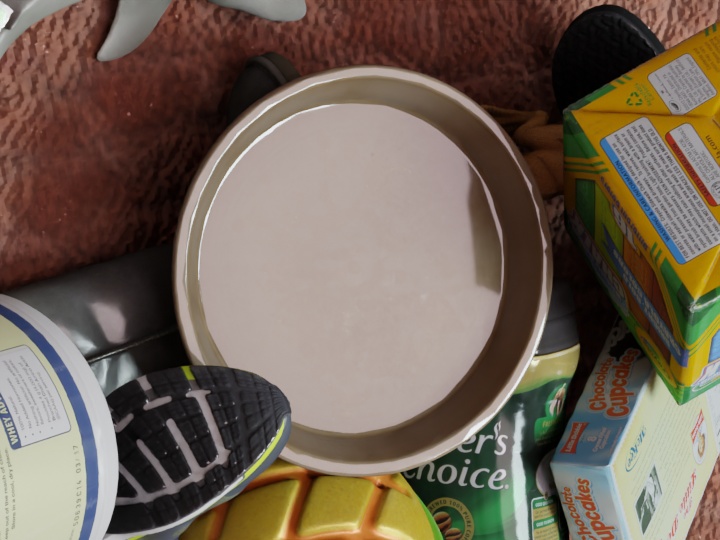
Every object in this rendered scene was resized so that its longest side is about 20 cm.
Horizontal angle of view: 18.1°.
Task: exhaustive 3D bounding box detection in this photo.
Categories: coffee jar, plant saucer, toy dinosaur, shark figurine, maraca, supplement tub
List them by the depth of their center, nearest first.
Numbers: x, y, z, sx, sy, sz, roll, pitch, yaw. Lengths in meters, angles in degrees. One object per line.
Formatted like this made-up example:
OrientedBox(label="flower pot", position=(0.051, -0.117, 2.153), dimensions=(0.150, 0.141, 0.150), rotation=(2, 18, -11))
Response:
OrientedBox(label="supplement tub", position=(-0.216, 0.095, 0.966), dimensions=(0.200, 0.145, 0.145), rotation=(-17, 108, -55))
OrientedBox(label="shark figurine", position=(-0.119, -0.133, 1.071), dimensions=(0.214, 0.089, 0.128), rotation=(-33, 112, -27))
OrientedBox(label="plant saucer", position=(0.000, 0.000, 1.106), dimensions=(0.200, 0.029, 0.201), rotation=(-1, 92, -22))
OrientedBox(label="maraca", position=(-0.016, 0.148, 1.127), dimensions=(0.137, 0.200, 0.107), rotation=(-32, 147, -31))
OrientedBox(label="coffee jar", position=(0.062, 0.098, 1.208), dimensions=(0.085, 0.104, 0.201), rotation=(-13, 105, -60))
OrientedBox(label="toy dinosaur", position=(0.116, -0.062, 1.215), dimensions=(0.200, 0.106, 0.061), rotation=(-24, 112, -19))

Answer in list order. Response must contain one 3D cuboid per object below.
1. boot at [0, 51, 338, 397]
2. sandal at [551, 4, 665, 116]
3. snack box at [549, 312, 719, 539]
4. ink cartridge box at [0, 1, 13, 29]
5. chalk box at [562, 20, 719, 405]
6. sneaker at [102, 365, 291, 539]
OrientedBox(label="boot", position=(-0.107, -0.002, 1.116), dimensions=(0.200, 0.073, 0.182), rotation=(-14, 103, -24))
OrientedBox(label="sandal", position=(0.167, -0.074, 1.282), dimensions=(0.201, 0.075, 0.048), rotation=(59, 41, -32))
OrientedBox(label="snack box", position=(0.163, 0.082, 1.249), dimensions=(0.200, 0.037, 0.116), rotation=(-59, 140, -44))
OrientedBox(label="ink cartridge box", position=(-0.268, -0.071, 1.004), dimensions=(0.145, 0.048, 0.200), rotation=(35, 79, -31))
OrientedBox(label="chalk box", position=(0.184, -0.023, 1.161), dimensions=(0.124, 0.200, 0.125), rotation=(-29, 68, -6))
OrientedBox(label="sneaker", position=(-0.109, 0.108, 1.080), dimensions=(0.081, 0.200, 0.074), rotation=(10, 52, -60))
